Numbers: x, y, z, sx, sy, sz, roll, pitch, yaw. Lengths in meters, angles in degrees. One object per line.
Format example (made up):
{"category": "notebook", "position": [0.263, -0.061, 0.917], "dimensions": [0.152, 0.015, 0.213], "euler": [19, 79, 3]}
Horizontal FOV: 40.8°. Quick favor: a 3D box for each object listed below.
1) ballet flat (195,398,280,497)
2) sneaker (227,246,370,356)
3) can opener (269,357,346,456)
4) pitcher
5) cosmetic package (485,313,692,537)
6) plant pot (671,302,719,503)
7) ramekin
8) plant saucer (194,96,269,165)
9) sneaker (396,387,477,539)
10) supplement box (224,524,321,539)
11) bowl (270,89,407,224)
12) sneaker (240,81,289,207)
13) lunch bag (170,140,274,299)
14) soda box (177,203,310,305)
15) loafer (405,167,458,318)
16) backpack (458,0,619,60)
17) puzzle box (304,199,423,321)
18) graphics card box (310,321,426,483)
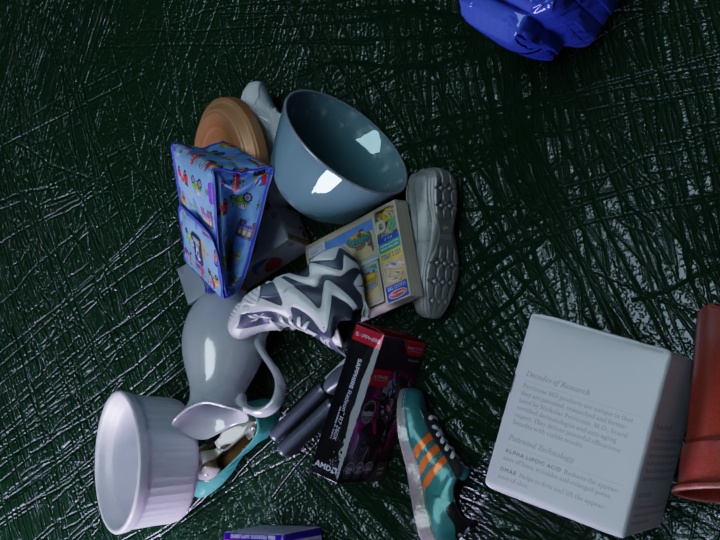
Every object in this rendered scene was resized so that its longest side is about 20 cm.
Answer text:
{"category": "ballet flat", "position": [-0.201, 0.256, 1.406], "dimensions": [0.200, 0.070, 0.067], "euler": [-45, 63, 16]}
{"category": "sneaker", "position": [-0.074, 0.071, 1.289], "dimensions": [0.198, 0.080, 0.130], "euler": [-28, 70, 1]}
{"category": "can opener", "position": [-0.057, 0.180, 1.341], "dimensions": [0.200, 0.066, 0.053], "euler": [-47, 55, 21]}
{"category": "pitcher", "position": [-0.176, 0.124, 1.369], "dimensions": [0.170, 0.121, 0.201], "euler": [-11, 55, 21]}
{"category": "cosmetic package", "position": [0.267, 0.172, 1.092], "dimensions": [0.164, 0.165, 0.202], "euler": [15, 88, 32]}
{"category": "plant pot", "position": [0.426, 0.138, 1.001], "dimensions": [0.199, 0.200, 0.197], "euler": [-4, 71, 30]}
{"category": "ramekin", "position": [-0.312, 0.278, 1.414], "dimensions": [0.200, 0.097, 0.202], "euler": [-14, 74, 57]}
{"category": "plant saucer", "position": [-0.200, -0.157, 1.447], "dimensions": [0.200, 0.032, 0.202], "euler": [18, 112, 52]}
{"category": "sneaker", "position": [0.100, 0.243, 1.239], "dimensions": [0.079, 0.071, 0.202], "euler": [-16, 73, 14]}
{"category": "supplement box", "position": [-0.117, 0.452, 1.305], "dimensions": [0.101, 0.103, 0.202], "euler": [-7, 80, 28]}
{"category": "bowl", "position": [-0.044, -0.141, 1.326], "dimensions": [0.105, 0.200, 0.201], "euler": [-51, 60, 30]}
{"category": "sneaker", "position": [-0.113, -0.196, 1.441], "dimensions": [0.099, 0.078, 0.201], "euler": [-21, 80, 19]}
{"category": "lunch bag", "position": [-0.200, -0.065, 1.354], "dimensions": [0.150, 0.093, 0.202], "euler": [32, 121, 52]}
{"category": "soda box", "position": [-0.173, -0.017, 1.439], "dimensions": [0.199, 0.068, 0.064], "euler": [-32, 66, 22]}
{"category": "loafer", "position": [0.089, -0.036, 1.295], "dimensions": [0.069, 0.070, 0.202], "euler": [-4, 80, 47]}
{"category": "backpack", "position": [0.221, -0.352, 1.193], "dimensions": [0.162, 0.199, 0.168], "euler": [42, 112, 26]}
{"category": "puzzle box", "position": [0.000, 0.000, 1.323], "dimensions": [0.199, 0.025, 0.134], "euler": [-26, 68, 45]}
{"category": "graphics card box", "position": [0.012, 0.175, 1.264], "dimensions": [0.051, 0.125, 0.201], "euler": [19, 90, 30]}
